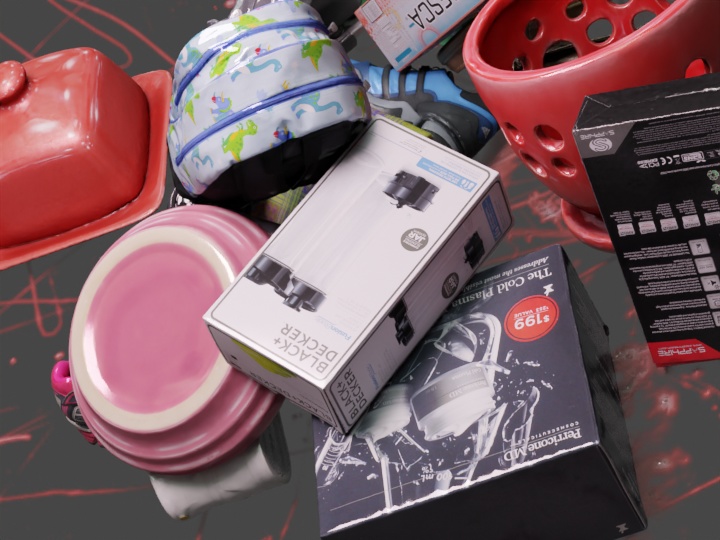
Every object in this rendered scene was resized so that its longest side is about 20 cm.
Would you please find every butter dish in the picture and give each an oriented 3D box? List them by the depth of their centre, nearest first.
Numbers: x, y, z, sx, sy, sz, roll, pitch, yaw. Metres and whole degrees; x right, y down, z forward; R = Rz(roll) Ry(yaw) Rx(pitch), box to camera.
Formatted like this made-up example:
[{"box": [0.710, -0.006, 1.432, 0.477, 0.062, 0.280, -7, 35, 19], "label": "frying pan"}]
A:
[{"box": [-0.282, -0.124, 1.771, 0.199, 0.148, 0.200, -18, 43, 17], "label": "butter dish"}]

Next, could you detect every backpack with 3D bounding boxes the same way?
[{"box": [-0.067, -0.116, 1.447, 0.162, 0.155, 0.200, -16, 12, -3], "label": "backpack"}]

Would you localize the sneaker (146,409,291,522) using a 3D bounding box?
[{"box": [-0.126, 0.091, 1.508, 0.115, 0.074, 0.201, -25, 52, 18], "label": "sneaker"}]

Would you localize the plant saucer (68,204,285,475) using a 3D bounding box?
[{"box": [-0.137, 0.046, 1.455, 0.199, 0.051, 0.202, -8, 72, 27], "label": "plant saucer"}]

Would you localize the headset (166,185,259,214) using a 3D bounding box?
[{"box": [-0.106, -0.049, 1.604, 0.200, 0.094, 0.124, -50, 8, 15], "label": "headset"}]

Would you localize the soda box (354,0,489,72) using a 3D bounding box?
[{"box": [0.078, -0.232, 1.561, 0.068, 0.064, 0.200, -39, 3, -34], "label": "soda box"}]

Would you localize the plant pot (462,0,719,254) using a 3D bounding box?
[{"box": [0.197, -0.128, 1.433, 0.200, 0.183, 0.201, -23, 32, 15], "label": "plant pot"}]

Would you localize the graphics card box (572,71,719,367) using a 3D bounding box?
[{"box": [0.229, -0.032, 1.326, 0.125, 0.201, 0.051, -8, 34, 27], "label": "graphics card box"}]

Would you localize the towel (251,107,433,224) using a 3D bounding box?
[{"box": [-0.032, -0.074, 1.618, 0.200, 0.023, 0.144, 24, 96, 45], "label": "towel"}]

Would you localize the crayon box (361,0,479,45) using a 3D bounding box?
[{"box": [0.065, -0.269, 1.755, 0.119, 0.058, 0.200, -48, 44, -15], "label": "crayon box"}]

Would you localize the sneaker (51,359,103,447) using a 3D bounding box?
[{"box": [-0.152, 0.055, 1.577, 0.200, 0.075, 0.081, -41, 42, -9], "label": "sneaker"}]

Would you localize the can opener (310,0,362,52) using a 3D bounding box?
[{"box": [-0.079, -0.177, 1.747, 0.200, 0.067, 0.053, -42, 41, -1], "label": "can opener"}]

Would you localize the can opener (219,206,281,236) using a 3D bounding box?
[{"box": [-0.035, -0.012, 1.477, 0.199, 0.067, 0.053, 14, 41, 27], "label": "can opener"}]

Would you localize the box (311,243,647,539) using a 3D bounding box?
[{"box": [0.076, 0.108, 1.363, 0.199, 0.104, 0.183, -21, 44, 14], "label": "box"}]

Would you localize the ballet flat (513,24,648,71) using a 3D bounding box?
[{"box": [0.196, -0.166, 1.586, 0.199, 0.046, 0.068, -10, 47, 24], "label": "ballet flat"}]

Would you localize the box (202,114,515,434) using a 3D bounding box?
[{"box": [0.001, 0.000, 1.371, 0.116, 0.060, 0.200, 29, 69, 31], "label": "box"}]

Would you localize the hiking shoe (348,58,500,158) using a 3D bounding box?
[{"box": [0.037, -0.136, 1.652, 0.087, 0.075, 0.200, -33, 45, -23], "label": "hiking shoe"}]

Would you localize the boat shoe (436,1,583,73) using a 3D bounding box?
[{"box": [0.156, -0.212, 1.631, 0.199, 0.065, 0.071, -32, 5, -1], "label": "boat shoe"}]

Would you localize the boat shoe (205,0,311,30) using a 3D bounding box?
[{"box": [-0.102, -0.186, 1.676, 0.068, 0.072, 0.201, 25, 89, 8], "label": "boat shoe"}]
